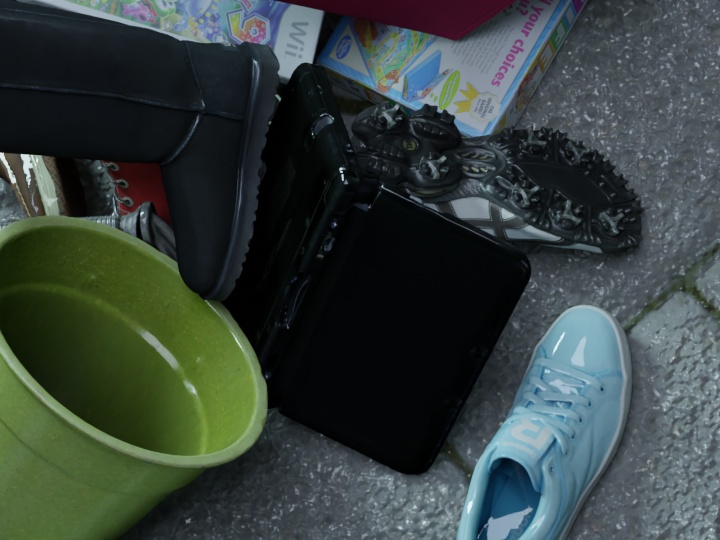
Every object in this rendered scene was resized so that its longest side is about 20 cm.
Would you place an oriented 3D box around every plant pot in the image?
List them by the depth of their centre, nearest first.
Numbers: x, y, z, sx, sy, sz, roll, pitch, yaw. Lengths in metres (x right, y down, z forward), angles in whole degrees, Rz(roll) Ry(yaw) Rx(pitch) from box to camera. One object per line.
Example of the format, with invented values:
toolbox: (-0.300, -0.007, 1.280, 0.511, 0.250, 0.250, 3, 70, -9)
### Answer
plant pot: (-0.189, 0.102, 1.630, 0.200, 0.200, 0.190, 52, 124, 22)

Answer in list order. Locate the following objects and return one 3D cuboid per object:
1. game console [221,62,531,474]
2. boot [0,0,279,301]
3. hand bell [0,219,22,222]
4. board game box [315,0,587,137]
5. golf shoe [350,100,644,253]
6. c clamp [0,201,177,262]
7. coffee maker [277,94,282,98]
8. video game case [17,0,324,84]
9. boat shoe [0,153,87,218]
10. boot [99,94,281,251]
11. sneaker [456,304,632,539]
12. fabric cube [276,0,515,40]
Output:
game console: (0.000, 0.000, 1.650, 0.116, 0.200, 0.176, 4, 43, -25)
boot: (-0.161, -0.072, 1.602, 0.199, 0.066, 0.166, 6, 98, -24)
hand bell: (-0.269, -0.028, 1.766, 0.199, 0.104, 0.105, 10, 74, 2)
board game box: (0.078, -0.189, 1.755, 0.134, 0.034, 0.200, 28, 80, 20)
golf shoe: (0.081, -0.046, 1.694, 0.199, 0.095, 0.078, 18, 54, -6)
c clamp: (-0.197, -0.006, 1.698, 0.199, 0.171, 0.027, 1, 36, 7)
coffee maker: (-0.114, -0.223, 1.773, 0.192, 0.135, 0.201, 26, 78, -14)
video game case: (-0.112, -0.214, 1.692, 0.199, 0.018, 0.144, 16, 79, -18)
boat shoe: (-0.240, -0.089, 1.770, 0.075, 0.075, 0.203, -24, 53, 3)
boot: (-0.164, -0.077, 1.698, 0.199, 0.145, 0.073, 20, 32, -15)
sneaker: (0.114, 0.109, 1.623, 0.074, 0.082, 0.201, 15, 76, 16)
fabric cube: (0.025, -0.282, 1.630, 0.200, 0.199, 0.197, -30, 58, 50)
